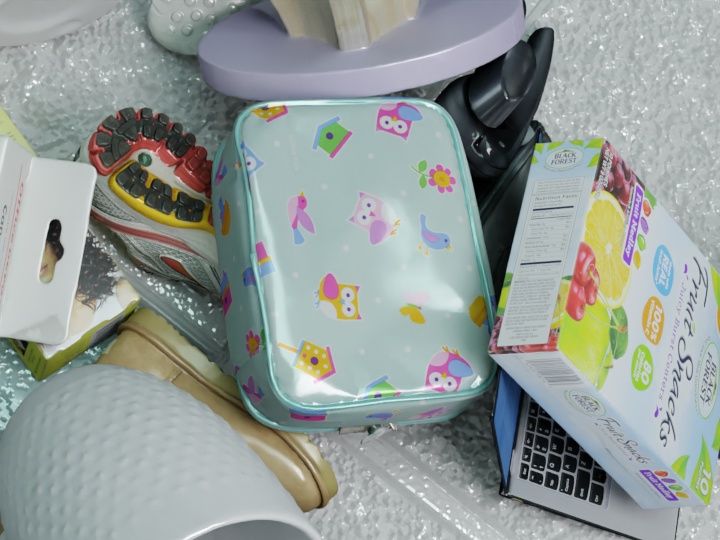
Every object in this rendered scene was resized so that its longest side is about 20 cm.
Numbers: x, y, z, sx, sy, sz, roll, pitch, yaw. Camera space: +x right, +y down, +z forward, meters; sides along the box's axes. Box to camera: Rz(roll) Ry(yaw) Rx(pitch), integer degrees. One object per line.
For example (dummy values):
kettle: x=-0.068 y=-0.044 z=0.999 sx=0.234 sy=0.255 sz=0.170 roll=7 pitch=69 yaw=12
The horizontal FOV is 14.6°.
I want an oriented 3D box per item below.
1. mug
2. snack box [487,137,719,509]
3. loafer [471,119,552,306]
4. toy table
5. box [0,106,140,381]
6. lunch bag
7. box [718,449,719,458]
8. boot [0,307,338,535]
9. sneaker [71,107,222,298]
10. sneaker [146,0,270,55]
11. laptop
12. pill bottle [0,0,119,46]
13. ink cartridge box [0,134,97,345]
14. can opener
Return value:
mug: x=-0.139 y=0.156 z=1.535 sx=0.200 sy=0.148 sz=0.175 roll=-45 pitch=49 yaw=3
snack box: x=0.156 y=0.034 z=1.662 sx=0.200 sy=0.053 sz=0.143 roll=45 pitch=51 yaw=-44
loafer: x=0.071 y=-0.005 z=1.760 sx=0.072 sy=0.073 sz=0.201 roll=41 pitch=68 yaw=-21
toy table: x=-0.008 y=-0.184 z=1.694 sx=0.199 sy=0.118 sz=0.184 roll=-15 pitch=31 yaw=-6
box: x=-0.221 y=-0.037 z=1.699 sx=0.075 sy=0.050 sz=0.200 roll=-35 pitch=81 yaw=-22
lunch bag: x=0.000 y=0.000 z=1.654 sx=0.159 sy=0.077 sz=0.201 roll=-3 pitch=73 yaw=-21
box: x=0.329 y=0.078 z=1.745 sx=0.199 sy=0.148 sz=0.105 roll=20 pitch=67 yaw=-6
boot: x=-0.137 y=0.143 z=1.651 sx=0.175 sy=0.066 sz=0.200 roll=37 pitch=66 yaw=11
sneaker: x=-0.091 y=-0.025 z=1.719 sx=0.200 sy=0.082 sz=0.078 roll=37 pitch=57 yaw=-16
sneaker: x=-0.056 y=-0.212 z=1.798 sx=0.200 sy=0.080 sz=0.077 roll=-40 pitch=111 yaw=-5
laptop: x=0.149 y=0.046 z=1.705 sx=0.199 sy=0.116 sz=0.188 roll=20 pitch=67 yaw=-22
pill bottle: x=-0.222 y=-0.251 z=1.742 sx=0.113 sy=0.114 sz=0.201 roll=-12 pitch=74 yaw=-18
ink cartridge box: x=-0.263 y=-0.028 z=1.632 sx=0.199 sy=0.067 sz=0.117 roll=9 pitch=84 yaw=7
can opener: x=0.093 y=-0.116 z=1.764 sx=0.064 sy=0.078 sz=0.200 roll=55 pitch=24 yaw=-12
